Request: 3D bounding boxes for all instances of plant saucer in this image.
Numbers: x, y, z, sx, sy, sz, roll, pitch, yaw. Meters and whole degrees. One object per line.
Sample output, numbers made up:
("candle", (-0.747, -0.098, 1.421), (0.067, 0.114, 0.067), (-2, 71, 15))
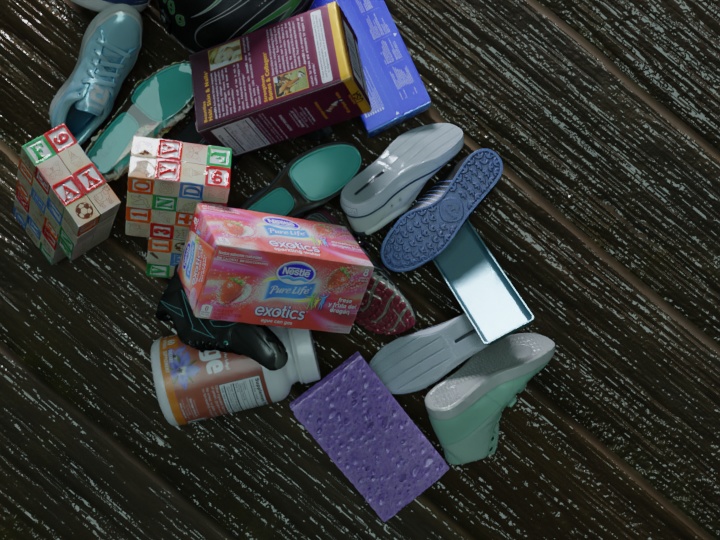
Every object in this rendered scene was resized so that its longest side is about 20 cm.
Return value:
("plant saucer", (0.144, 0.012, 1.287), (0.069, 0.019, 0.201), (-27, 47, -1))

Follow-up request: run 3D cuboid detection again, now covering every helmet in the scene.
("helmet", (-0.147, -0.369, 1.268), (0.198, 0.190, 0.203), (15, 61, -29))

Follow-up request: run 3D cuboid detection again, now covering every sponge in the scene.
("sponge", (0.013, 0.211, 1.298), (0.111, 0.030, 0.201), (-38, 105, -1))

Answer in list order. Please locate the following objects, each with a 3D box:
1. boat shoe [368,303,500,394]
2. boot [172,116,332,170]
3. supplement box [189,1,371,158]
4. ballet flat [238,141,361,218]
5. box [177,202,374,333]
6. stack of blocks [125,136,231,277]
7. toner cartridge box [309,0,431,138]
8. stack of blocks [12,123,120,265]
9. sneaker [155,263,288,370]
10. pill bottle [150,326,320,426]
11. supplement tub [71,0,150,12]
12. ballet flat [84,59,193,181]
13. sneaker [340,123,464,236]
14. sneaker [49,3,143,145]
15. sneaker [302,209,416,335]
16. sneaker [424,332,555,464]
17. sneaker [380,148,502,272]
("boat shoe", (0.103, 0.104, 1.315), (0.198, 0.062, 0.073), (-26, 78, 16))
("boot", (-0.153, -0.156, 1.310), (0.200, 0.066, 0.165), (-46, 61, -6))
("supplement box", (-0.098, -0.225, 1.237), (0.197, 0.086, 0.112), (-17, 66, 13))
("ballet flat", (-0.087, -0.096, 1.299), (0.199, 0.073, 0.073), (-37, 88, -16))
("box", (-0.099, -0.002, 1.186), (0.198, 0.103, 0.096), (8, 117, -28))
("stack of blocks", (-0.224, -0.069, 1.245), (0.113, 0.201, 0.059), (6, 56, -11))
("toner cartridge box", (0.008, -0.286, 1.345), (0.094, 0.043, 0.202), (-25, 87, -1))
("stack of blocks", (-0.361, -0.076, 1.250), (0.058, 0.200, 0.116), (-35, 87, -28))
("sneaker", (-0.166, 0.071, 1.223), (0.199, 0.075, 0.080), (35, 83, 32))
("pill bottle", (-0.154, 0.118, 1.289), (0.197, 0.112, 0.114), (-14, 87, -2))
("supplement tub", (-0.301, -0.435, 1.261), (0.144, 0.145, 0.201), (28, 120, 1))
("ballet flat", (-0.280, -0.193, 1.327), (0.200, 0.064, 0.076), (-43, 89, -5))
("sneaker", (0.054, -0.119, 1.327), (0.199, 0.071, 0.073), (-35, 52, -20))
("sneaker", (-0.324, -0.233, 1.285), (0.073, 0.082, 0.201), (14, 125, -35))
("sneaker", (0.000, 0.000, 1.319), (0.200, 0.075, 0.080), (45, 129, -9))
("sneaker", (0.173, 0.167, 1.323), (0.199, 0.074, 0.119), (-29, 124, -21))
("sneaker", (0.105, -0.074, 1.320), (0.200, 0.078, 0.070), (-43, 89, 2))
